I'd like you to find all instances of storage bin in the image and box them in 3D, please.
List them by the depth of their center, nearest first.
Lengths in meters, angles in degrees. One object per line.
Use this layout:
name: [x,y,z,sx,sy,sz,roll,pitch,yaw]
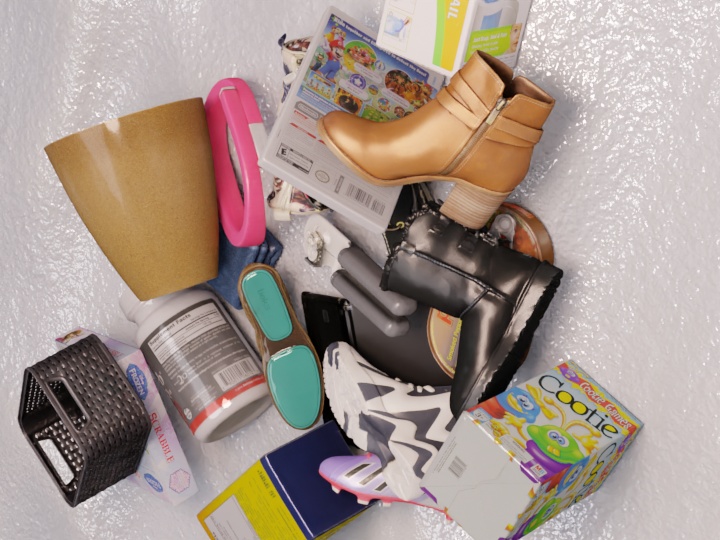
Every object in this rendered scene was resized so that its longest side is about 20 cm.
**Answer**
storage bin: [-0.331,0.181,1.878,0.135,0.094,0.200,54,152,14]

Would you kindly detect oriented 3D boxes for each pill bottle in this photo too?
pill bottle: [-0.196,0.095,1.878,0.200,0.116,0.116,55,129,14]

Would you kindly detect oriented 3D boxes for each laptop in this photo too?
laptop: [0.029,0.106,1.767,0.200,0.103,0.177,7,108,65]

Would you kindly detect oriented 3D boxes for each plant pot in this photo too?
plant pot: [-0.237,-0.072,1.776,0.186,0.186,0.200,-15,93,41]

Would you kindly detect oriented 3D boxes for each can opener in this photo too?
can opener: [0.000,0.000,1.692,0.200,0.066,0.053,45,128,45]

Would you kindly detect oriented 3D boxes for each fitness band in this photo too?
fitness band: [-0.141,-0.122,1.768,0.144,0.037,0.200,116,143,-52]

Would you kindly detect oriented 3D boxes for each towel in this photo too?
towel: [-0.187,-0.050,1.873,0.200,0.049,0.112,42,126,22]

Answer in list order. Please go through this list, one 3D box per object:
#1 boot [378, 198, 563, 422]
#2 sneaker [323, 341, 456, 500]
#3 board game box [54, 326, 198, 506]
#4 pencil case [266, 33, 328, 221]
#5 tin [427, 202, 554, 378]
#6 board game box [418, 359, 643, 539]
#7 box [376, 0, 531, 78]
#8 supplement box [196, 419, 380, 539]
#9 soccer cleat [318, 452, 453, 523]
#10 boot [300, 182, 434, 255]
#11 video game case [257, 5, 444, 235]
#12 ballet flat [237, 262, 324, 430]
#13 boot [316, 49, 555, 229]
boot: [0.093,0.037,1.574,0.162,0.073,0.198,29,95,19]
sneaker: [0.055,0.144,1.683,0.199,0.130,0.080,49,141,36]
board game box: [-0.293,0.178,1.960,0.200,0.041,0.200,14,127,57]
pencil case: [-0.058,-0.155,1.711,0.078,0.089,0.200,21,116,33]
tin: [0.134,0.024,1.634,0.112,0.042,0.200,25,115,24]
board game box: [0.170,0.180,1.546,0.103,0.200,0.105,42,124,22]
box: [0.104,-0.300,1.521,0.101,0.112,0.200,28,118,30]
supplement box: [-0.086,0.274,1.821,0.109,0.109,0.200,58,140,10]
soccer cleat: [0.056,0.223,1.716,0.200,0.067,0.077,14,98,11]
boot: [0.007,-0.067,1.639,0.073,0.154,0.204,-5,100,40]
video game case: [-0.006,-0.151,1.572,0.143,0.200,0.018,30,151,-15]
ballet flat: [-0.090,0.083,1.808,0.068,0.072,0.200,-22,98,2]
boot: [0.072,-0.142,1.490,0.200,0.077,0.155,30,122,1]
